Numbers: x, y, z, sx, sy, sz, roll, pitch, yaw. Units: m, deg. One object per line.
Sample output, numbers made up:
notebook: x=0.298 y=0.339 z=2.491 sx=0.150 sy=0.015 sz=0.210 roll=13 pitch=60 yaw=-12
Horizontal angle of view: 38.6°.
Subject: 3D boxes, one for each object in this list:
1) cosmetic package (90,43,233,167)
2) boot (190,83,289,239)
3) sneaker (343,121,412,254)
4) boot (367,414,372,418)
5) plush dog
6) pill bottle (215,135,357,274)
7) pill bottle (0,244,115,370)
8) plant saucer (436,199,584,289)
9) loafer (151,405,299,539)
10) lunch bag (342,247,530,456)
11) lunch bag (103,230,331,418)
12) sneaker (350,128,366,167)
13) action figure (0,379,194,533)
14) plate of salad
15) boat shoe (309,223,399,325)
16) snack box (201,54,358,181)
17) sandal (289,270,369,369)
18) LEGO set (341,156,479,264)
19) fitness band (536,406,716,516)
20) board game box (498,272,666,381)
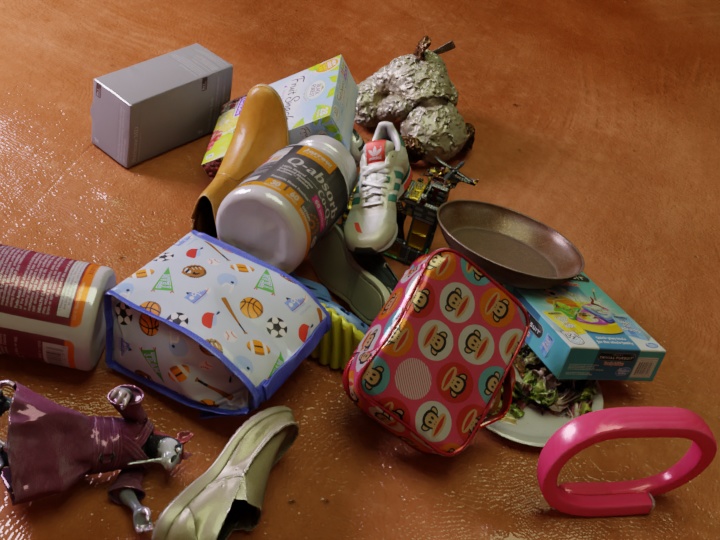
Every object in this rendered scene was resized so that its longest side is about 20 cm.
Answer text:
cosmetic package: x=-0.280 y=-0.237 z=1.457 sx=0.090 sy=0.108 sz=0.200 roll=32 pitch=44 yaw=21
boot: x=-0.154 y=-0.121 z=1.283 sx=0.070 sy=0.204 sz=0.144 roll=18 pitch=28 yaw=18
sneaker: x=0.016 y=-0.107 z=1.274 sx=0.069 sy=0.094 sz=0.201 roll=0 pitch=40 yaw=18
boot: x=0.063 y=0.082 z=1.196 sx=0.073 sy=0.096 sz=0.200 roll=24 pitch=40 yaw=11
plush dog: x=0.103 y=-0.246 z=1.582 sx=0.198 sy=0.161 sz=0.174 roll=-13 pitch=73 yaw=-28
pill bottle: x=-0.082 y=-0.084 z=1.242 sx=0.115 sy=0.117 sz=0.200 roll=23 pitch=35 yaw=10
pill bottle: x=-0.372 y=0.033 z=1.101 sx=0.197 sy=0.115 sz=0.115 roll=12 pitch=39 yaw=-4
plant saucer: x=0.186 y=-0.028 z=1.305 sx=0.198 sy=0.037 sz=0.201 roll=15 pitch=26 yaw=-7
loafer: x=-0.118 y=0.215 z=1.005 sx=0.068 sy=0.076 sz=0.200 roll=31 pitch=51 yaw=17
lunch bag: x=0.095 y=0.096 z=1.122 sx=0.175 sy=0.082 sz=0.201 roll=37 pitch=73 yaw=-11
lunch bag: x=-0.153 y=0.067 z=1.127 sx=0.198 sy=0.125 sz=0.170 roll=20 pitch=37 yaw=19
sneaker: x=-0.064 y=-0.165 z=1.471 sx=0.115 sy=0.075 sz=0.200 roll=-41 pitch=23 yaw=-3
action figure: x=-0.261 y=0.178 z=1.007 sx=0.198 sy=0.136 sz=0.148 roll=7 pitch=-5 yaw=-29
plate of salad: x=0.198 y=0.126 z=1.228 sx=0.197 sy=0.048 sz=0.201 roll=9 pitch=39 yaw=-7
boat shoe: x=0.001 y=-0.002 z=1.297 sx=0.065 sy=0.075 sz=0.199 roll=2 pitch=28 yaw=-37
snack box: x=-0.107 y=-0.200 z=1.420 sx=0.198 sy=0.068 sz=0.170 roll=-18 pitch=35 yaw=18
sandal: x=-0.059 y=0.044 z=1.222 sx=0.199 sy=0.080 sz=0.087 roll=31 pitch=37 yaw=16
LEGO set: x=0.060 y=-0.108 z=1.403 sx=0.152 sy=0.117 sz=0.200 roll=27 pitch=40 yaw=14
fitness band: x=0.280 y=0.203 z=1.085 sx=0.197 sy=0.145 sz=0.038 roll=1 pitch=42 yaw=-16
board game box: x=0.259 y=0.059 z=1.279 sx=0.149 sy=0.047 sz=0.200 roll=5 pitch=29 yaw=-29
